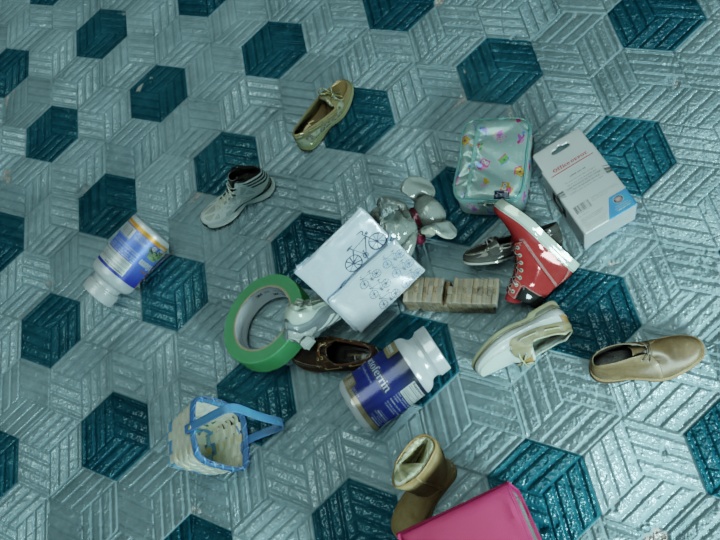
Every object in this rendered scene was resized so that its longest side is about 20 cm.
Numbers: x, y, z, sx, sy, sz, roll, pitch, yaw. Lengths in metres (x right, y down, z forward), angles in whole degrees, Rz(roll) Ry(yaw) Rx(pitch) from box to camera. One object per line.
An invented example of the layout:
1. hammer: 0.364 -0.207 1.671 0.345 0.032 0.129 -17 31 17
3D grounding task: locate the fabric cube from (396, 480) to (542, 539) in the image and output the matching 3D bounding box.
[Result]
1. fabric cube: 0.199 0.475 1.132 0.196 0.200 0.200 -26 62 8

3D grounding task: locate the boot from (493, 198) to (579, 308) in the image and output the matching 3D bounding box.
1. boot: 0.291 -0.024 1.328 0.199 0.073 0.145 41 104 -11

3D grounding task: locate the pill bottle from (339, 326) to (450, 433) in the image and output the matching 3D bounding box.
1. pill bottle: 0.066 0.202 1.345 0.198 0.116 0.117 -36 61 1

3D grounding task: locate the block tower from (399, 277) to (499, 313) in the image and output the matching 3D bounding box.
1. block tower: 0.176 0.048 1.405 0.195 0.058 0.055 1 68 22

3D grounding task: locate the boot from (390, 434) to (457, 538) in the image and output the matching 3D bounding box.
1. boot: 0.088 0.371 1.216 0.065 0.200 0.177 30 80 28

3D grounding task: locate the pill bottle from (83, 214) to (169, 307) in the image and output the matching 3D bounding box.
1. pill bottle: -0.548 -0.019 1.665 0.111 0.112 0.201 35 84 28

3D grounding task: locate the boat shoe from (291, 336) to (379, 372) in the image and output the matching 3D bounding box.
1. boat shoe: -0.055 0.165 1.432 0.195 0.070 0.072 -3 70 20

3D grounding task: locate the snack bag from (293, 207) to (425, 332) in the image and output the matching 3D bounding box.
1. snack bag: 0.000 0.000 1.368 0.188 0.200 0.021 -42 28 8

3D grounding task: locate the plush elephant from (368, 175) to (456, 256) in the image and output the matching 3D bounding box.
1. plush elephant: 0.103 -0.094 1.438 0.151 0.201 0.168 -10 64 -10

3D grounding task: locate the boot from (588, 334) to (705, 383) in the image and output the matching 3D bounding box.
1. boot: 0.495 0.150 1.234 0.195 0.076 0.075 -14 62 13

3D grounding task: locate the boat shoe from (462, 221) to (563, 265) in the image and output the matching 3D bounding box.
1. boat shoe: 0.293 -0.055 1.391 0.195 0.067 0.058 -8 109 10

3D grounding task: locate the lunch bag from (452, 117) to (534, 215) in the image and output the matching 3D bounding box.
1. lunch bag: 0.271 -0.212 1.467 0.156 0.077 0.205 5 70 21

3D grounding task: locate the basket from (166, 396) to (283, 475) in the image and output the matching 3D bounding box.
1. basket: -0.270 0.314 1.386 0.196 0.176 0.142 -22 58 22

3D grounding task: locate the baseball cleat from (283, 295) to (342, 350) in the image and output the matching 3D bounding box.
1. baseball cleat: -0.082 0.098 1.432 0.069 0.197 0.109 28 113 40

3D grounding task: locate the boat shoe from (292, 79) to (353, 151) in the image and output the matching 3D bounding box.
1. boat shoe: -0.086 -0.372 1.674 0.072 0.063 0.202 28 79 28

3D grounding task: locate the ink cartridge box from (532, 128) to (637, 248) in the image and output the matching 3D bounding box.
1. ink cartridge box: 0.433 -0.162 1.393 0.114 0.067 0.203 -29 62 6

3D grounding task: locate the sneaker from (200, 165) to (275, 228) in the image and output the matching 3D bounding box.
1. sneaker: -0.302 -0.182 1.642 0.198 0.116 0.077 -31 61 5

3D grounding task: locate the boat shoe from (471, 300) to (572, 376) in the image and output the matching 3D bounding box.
1. boat shoe: 0.296 0.138 1.312 0.198 0.075 0.069 -36 55 2

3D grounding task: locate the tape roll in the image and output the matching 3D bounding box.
1. tape roll: -0.194 0.108 1.494 0.196 0.048 0.205 -17 54 24
